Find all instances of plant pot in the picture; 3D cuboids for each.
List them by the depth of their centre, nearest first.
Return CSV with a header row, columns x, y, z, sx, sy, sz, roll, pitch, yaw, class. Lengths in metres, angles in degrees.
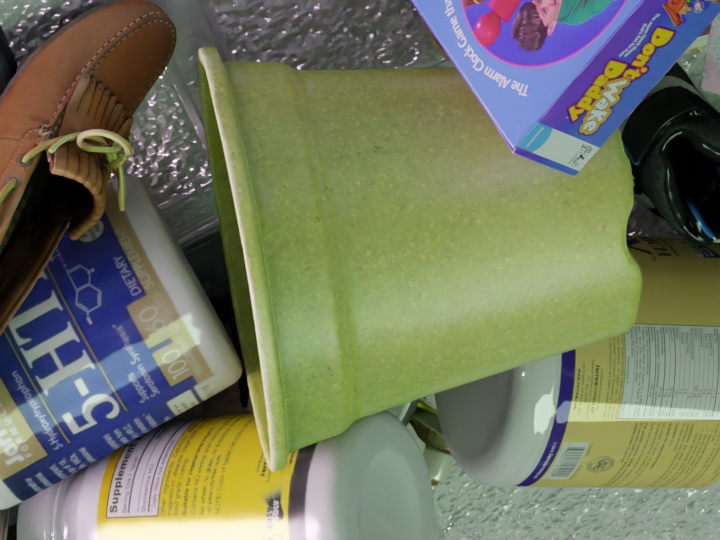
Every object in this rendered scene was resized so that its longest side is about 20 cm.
x,y,z,sx,sy,sz,roll,pitch,yaw,class
0.029,-0.020,1.126,0.183,0.201,0.201,-10,139,-5,plant pot

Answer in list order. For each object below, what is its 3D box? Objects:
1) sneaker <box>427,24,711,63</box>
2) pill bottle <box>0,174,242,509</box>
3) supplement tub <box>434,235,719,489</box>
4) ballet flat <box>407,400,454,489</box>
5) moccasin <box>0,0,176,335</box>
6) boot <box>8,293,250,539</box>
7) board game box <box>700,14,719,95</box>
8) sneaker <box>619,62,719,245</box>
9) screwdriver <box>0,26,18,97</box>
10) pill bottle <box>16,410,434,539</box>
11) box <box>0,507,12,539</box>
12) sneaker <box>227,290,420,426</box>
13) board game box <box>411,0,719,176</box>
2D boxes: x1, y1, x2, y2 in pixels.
x,y,z,sx,sy,sz,roll,pitch,yaw,class
0.132,-0.158,1.201,0.199,0.075,0.090,-16,145,-19,sneaker
-0.171,0.049,1.194,0.199,0.120,0.120,-29,142,-2,pill bottle
0.155,0.052,1.365,0.199,0.146,0.146,2,132,-21,supplement tub
0.016,0.099,1.384,0.200,0.067,0.067,34,75,-58,ballet flat
-0.142,-0.043,1.095,0.202,0.077,0.074,-54,152,-30,moccasin
-0.142,0.101,1.331,0.199,0.072,0.167,-16,127,-16,boot
0.228,-0.213,1.140,0.200,0.043,0.200,-55,157,-39,board game box
0.190,-0.044,1.332,0.073,0.112,0.200,-38,141,11,sneaker
-0.194,-0.139,1.050,0.029,0.028,0.200,-6,144,17,screwdriver
-0.072,0.131,1.223,0.199,0.113,0.112,-6,152,29,pill bottle
-0.239,0.182,1.237,0.040,0.200,0.137,36,111,-19,box
0.000,0.000,1.273,0.115,0.076,0.201,30,75,-9,sneaker
0.079,-0.160,1.064,0.045,0.200,0.135,18,122,-44,board game box
